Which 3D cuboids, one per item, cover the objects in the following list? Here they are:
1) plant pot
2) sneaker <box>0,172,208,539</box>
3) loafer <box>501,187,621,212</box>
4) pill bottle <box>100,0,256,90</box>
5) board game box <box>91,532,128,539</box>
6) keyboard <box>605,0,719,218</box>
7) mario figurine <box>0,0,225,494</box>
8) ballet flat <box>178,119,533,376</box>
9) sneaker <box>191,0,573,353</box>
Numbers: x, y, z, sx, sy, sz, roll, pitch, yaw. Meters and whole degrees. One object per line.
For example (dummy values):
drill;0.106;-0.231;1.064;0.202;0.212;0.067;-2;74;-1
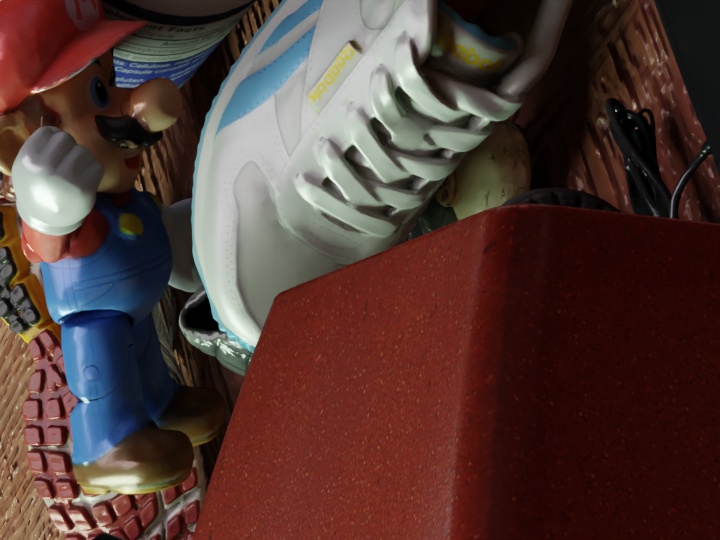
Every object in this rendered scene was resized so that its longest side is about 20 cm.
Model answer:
plant pot;0.062;0.086;0.665;0.200;0.199;0.178;-20;67;62
sneaker;-0.102;0.039;1.154;0.077;0.082;0.201;-20;80;23
loafer;0.063;0.079;0.820;0.071;0.072;0.202;135;137;-68
pill bottle;-0.090;-0.144;1.086;0.200;0.119;0.121;-42;51;55
board game box;-0.029;0.186;0.911;0.201;0.028;0.135;63;158;-13
keyboard;0.114;-0.045;0.774;0.127;0.020;0.201;-51;42;42
mario figurine;-0.089;-0.019;1.032;0.123;0.105;0.201;22;129;64
ballet flat;0.000;0.000;0.953;0.200;0.056;0.067;-37;52;53
sneaker;0.010;-0.060;0.858;0.201;0.076;0.081;-63;25;8
